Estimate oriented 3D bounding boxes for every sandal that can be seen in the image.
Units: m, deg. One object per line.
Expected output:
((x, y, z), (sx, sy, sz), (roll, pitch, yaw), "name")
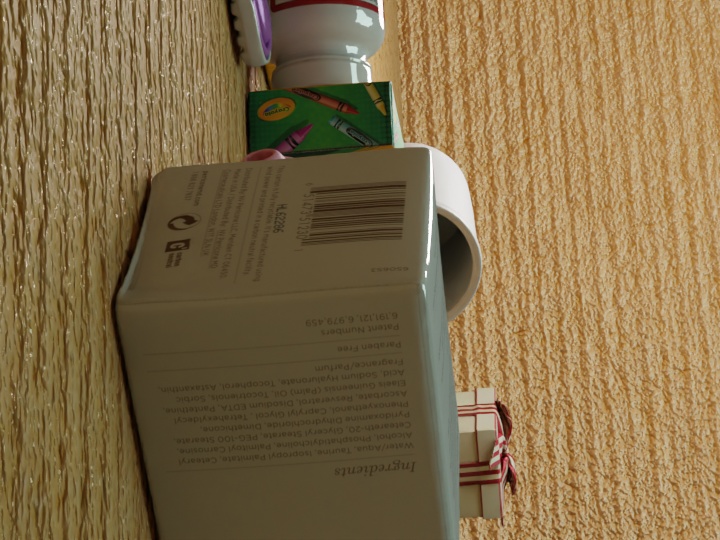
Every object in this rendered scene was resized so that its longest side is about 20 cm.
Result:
((-0.080, -0.252, 1.478), (0.083, 0.049, 0.204), (-89, 173, -50), "sandal")

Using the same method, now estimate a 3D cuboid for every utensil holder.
((0.061, -0.045, 2.346), (0.200, 0.168, 0.172), (-87, 171, -65), "utensil holder")

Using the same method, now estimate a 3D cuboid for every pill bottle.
((-0.037, -0.237, 1.615), (0.112, 0.111, 0.202), (66, 20, -77), "pill bottle")

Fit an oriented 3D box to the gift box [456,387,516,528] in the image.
((0.162, 0.315, 3.181), (0.200, 0.184, 0.186), (-87, 171, -64), "gift box")

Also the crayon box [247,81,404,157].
((-0.022, -0.093, 1.632), (0.200, 0.117, 0.059), (71, 15, -72), "crayon box")

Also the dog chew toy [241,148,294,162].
((-0.044, 0.014, 1.321), (0.125, 0.123, 0.202), (-84, 160, -66), "dog chew toy")

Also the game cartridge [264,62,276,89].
((-0.063, -0.218, 1.779), (0.200, 0.032, 0.178), (79, 8, -64), "game cartridge")

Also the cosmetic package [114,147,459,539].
((-0.032, 0.061, 1.085), (0.168, 0.164, 0.202), (-85, 169, -62), "cosmetic package")
